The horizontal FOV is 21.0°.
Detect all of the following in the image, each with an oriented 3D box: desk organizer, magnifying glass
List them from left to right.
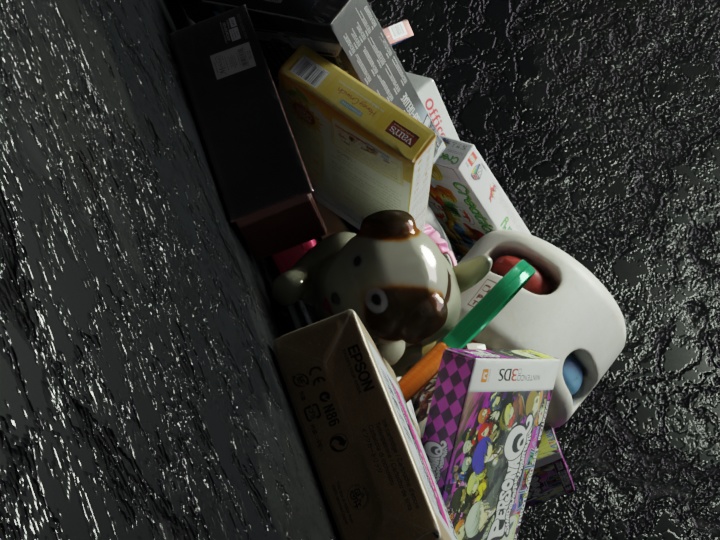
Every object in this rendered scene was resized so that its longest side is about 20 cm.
[{"bbox_3d":[-0.094,-0.115,1.628,0.077,0.072,0.200,67,2,-60],"label":"desk organizer"},{"bbox_3d":[0.084,0.057,1.681,0.022,0.200,0.080,43,-33,5],"label":"magnifying glass"}]

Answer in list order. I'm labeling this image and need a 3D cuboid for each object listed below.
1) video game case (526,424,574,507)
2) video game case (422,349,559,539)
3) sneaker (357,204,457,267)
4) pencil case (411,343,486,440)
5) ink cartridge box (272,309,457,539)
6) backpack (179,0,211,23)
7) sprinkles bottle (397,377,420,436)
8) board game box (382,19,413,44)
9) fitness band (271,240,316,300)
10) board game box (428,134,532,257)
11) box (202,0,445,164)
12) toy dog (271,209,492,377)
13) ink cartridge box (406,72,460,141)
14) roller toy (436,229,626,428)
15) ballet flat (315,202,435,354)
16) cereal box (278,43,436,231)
[{"bbox_3d":[0.125,0.222,1.994,0.200,0.181,0.036,61,11,-70],"label":"video game case"},{"bbox_3d":[0.102,0.168,1.681,0.181,0.036,0.200,6,98,-61],"label":"video game case"},{"bbox_3d":[0.035,-0.054,1.830,0.200,0.079,0.095,63,17,10],"label":"sneaker"},{"bbox_3d":[0.082,0.170,1.827,0.078,0.089,0.200,19,67,-32],"label":"pencil case"},{"bbox_3d":[0.011,0.151,1.516,0.165,0.075,0.200,58,10,-67],"label":"ink cartridge box"},{"bbox_3d":[-0.066,-0.282,1.837,0.151,0.200,0.178,64,-8,-25],"label":"backpack"},{"bbox_3d":[0.017,0.131,1.808,0.200,0.068,0.068,-106,173,-64],"label":"sprinkles bottle"},{"bbox_3d":[-0.042,-0.194,1.874,0.200,0.103,0.019,-17,-83,58],"label":"board game box"},{"bbox_3d":[-0.082,-0.061,1.814,0.144,0.037,0.200,-105,172,-46],"label":"fitness band"},{"bbox_3d":[0.099,-0.073,1.993,0.126,0.035,0.200,20,-22,40],"label":"board game box"},{"bbox_3d":[-0.030,-0.173,1.714,0.158,0.050,0.200,18,-29,40],"label":"box"},{"bbox_3d":[0.024,0.026,1.648,0.200,0.194,0.140,86,-5,-79],"label":"toy dog"},{"bbox_3d":[0.011,-0.097,2.055,0.086,0.200,0.148,21,-32,45],"label":"ink cartridge box"},{"bbox_3d":[0.156,0.062,1.937,0.200,0.140,0.182,44,-20,-11],"label":"roller toy"},{"bbox_3d":[0.000,0.000,1.843,0.200,0.069,0.063,55,13,5],"label":"ballet flat"},{"bbox_3d":[-0.005,-0.100,1.693,0.144,0.040,0.200,35,-20,12],"label":"cereal box"}]
